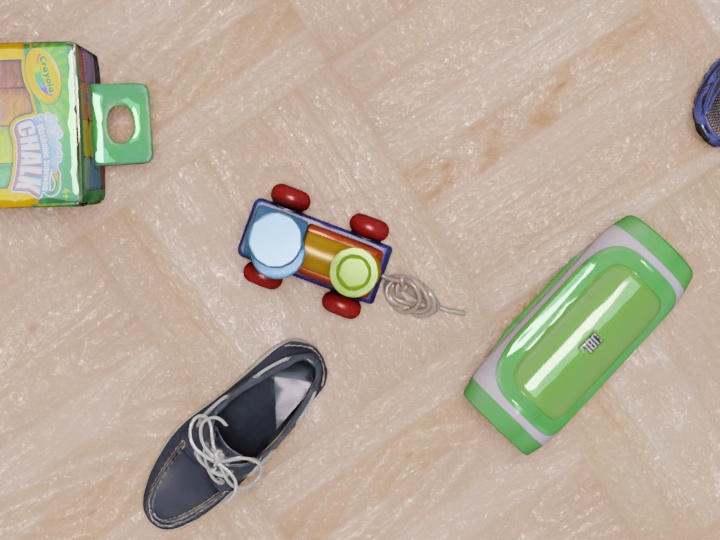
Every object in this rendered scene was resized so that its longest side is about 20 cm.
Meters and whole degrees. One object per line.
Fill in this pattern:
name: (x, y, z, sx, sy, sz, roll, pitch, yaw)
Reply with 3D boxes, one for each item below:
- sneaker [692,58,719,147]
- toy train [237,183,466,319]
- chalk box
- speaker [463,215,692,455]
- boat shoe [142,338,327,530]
sneaker: (0.356, -0.170, 1.139, 0.199, 0.078, 0.076, -36, 93, 0)
toy train: (0.000, 0.000, 1.116, 0.198, 0.116, 0.086, 21, 93, -3)
chalk box: (-0.264, -0.111, 1.096, 0.197, 0.124, 0.126, -3, 93, -2)
speaker: (0.176, 0.052, 1.142, 0.088, 0.088, 0.200, 43, 91, -4)
boat shoe: (-0.103, 0.138, 1.146, 0.200, 0.062, 0.075, -41, 96, 1)
